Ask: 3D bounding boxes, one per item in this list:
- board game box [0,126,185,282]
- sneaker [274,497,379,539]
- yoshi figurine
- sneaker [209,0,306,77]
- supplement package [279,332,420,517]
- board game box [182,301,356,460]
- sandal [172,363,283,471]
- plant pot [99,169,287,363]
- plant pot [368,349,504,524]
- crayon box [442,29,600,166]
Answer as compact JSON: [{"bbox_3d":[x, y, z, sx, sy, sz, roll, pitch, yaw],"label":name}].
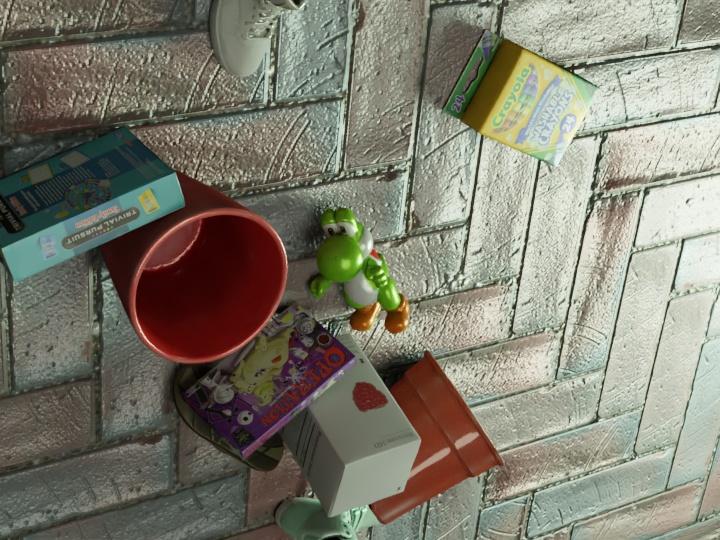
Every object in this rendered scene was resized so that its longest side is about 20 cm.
[{"bbox_3d":[-0.314,-0.076,1.458,0.200,0.151,0.047,-26,126,-18],"label":"board game box"},{"bbox_3d":[-0.017,0.387,1.982,0.200,0.118,0.074,0,116,-36],"label":"sneaker"},{"bbox_3d":[-0.009,0.011,1.761,0.112,0.112,0.200,-32,129,-6],"label":"yoshi figurine"},{"bbox_3d":[-0.108,-0.296,1.490,0.074,0.116,0.200,-9,124,-32],"label":"sneaker"},{"bbox_3d":[-0.027,0.205,1.788,0.121,0.200,0.120,-15,141,-28],"label":"supplement package"},{"bbox_3d":[-0.117,0.140,1.732,0.200,0.120,0.032,-40,159,-23],"label":"board game box"},{"bbox_3d":[-0.183,0.199,1.787,0.200,0.055,0.082,42,68,-31],"label":"sandal"},{"bbox_3d":[-0.210,-0.019,1.549,0.200,0.177,0.201,-18,127,-26],"label":"plant pot"},{"bbox_3d":[0.072,0.251,1.920,0.195,0.201,0.201,-34,132,-2],"label":"plant pot"},{"bbox_3d":[0.220,-0.230,1.803,0.200,0.052,0.126,17,107,-40],"label":"crayon box"}]
